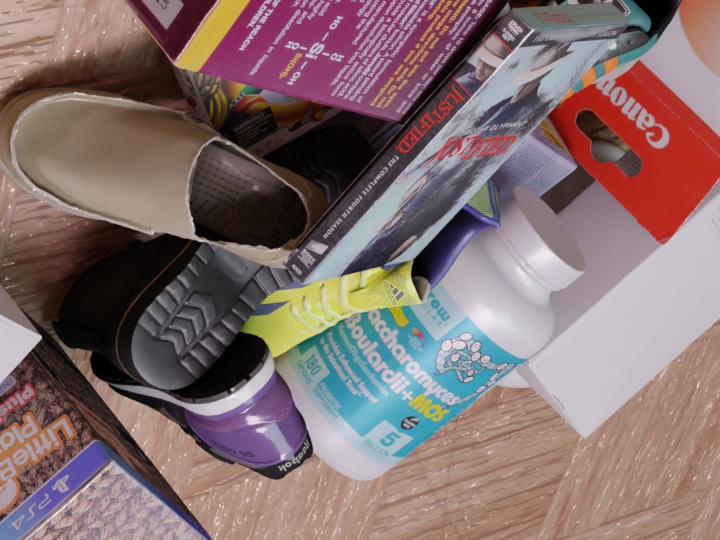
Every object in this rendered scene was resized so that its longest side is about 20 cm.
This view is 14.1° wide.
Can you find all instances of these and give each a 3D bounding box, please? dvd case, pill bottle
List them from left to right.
[{"bbox_3d":[0.044,0.034,1.832,0.200,0.111,0.111,-40,149,18],"label":"pill bottle"},{"bbox_3d":[0.055,-0.072,1.629,0.200,0.022,0.146,-48,165,22],"label":"dvd case"}]

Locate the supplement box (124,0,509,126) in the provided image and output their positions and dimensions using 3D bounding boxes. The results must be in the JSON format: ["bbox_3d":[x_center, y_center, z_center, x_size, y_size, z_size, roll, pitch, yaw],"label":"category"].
[{"bbox_3d":[-0.038,-0.166,1.523,0.200,0.131,0.103,11,122,-51],"label":"supplement box"}]

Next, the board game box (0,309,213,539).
[{"bbox_3d":[-0.196,0.105,1.685,0.097,0.200,0.159,-41,148,-1],"label":"board game box"}]

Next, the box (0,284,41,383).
[{"bbox_3d":[-0.295,0.056,1.596,0.200,0.124,0.097,-46,147,8],"label":"box"}]

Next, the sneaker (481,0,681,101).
[{"bbox_3d":[0.121,-0.141,1.748,0.200,0.071,0.080,-31,169,-45],"label":"sneaker"}]

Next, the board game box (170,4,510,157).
[{"bbox_3d":[-0.017,-0.158,1.684,0.200,0.035,0.126,-31,127,-13],"label":"board game box"}]

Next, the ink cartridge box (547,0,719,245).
[{"bbox_3d":[0.191,-0.143,1.840,0.200,0.162,0.050,-52,150,17],"label":"ink cartridge box"}]

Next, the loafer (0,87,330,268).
[{"bbox_3d":[-0.107,-0.056,1.632,0.068,0.200,0.076,160,-55,-79],"label":"loafer"}]

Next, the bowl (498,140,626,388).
[{"bbox_3d":[0.140,0.014,2.036,0.201,0.090,0.201,-27,144,-21],"label":"bowl"}]

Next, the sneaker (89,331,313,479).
[{"bbox_3d":[-0.096,0.079,1.760,0.076,0.200,0.088,-39,116,-13],"label":"sneaker"}]

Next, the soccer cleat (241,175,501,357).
[{"bbox_3d":[0.000,0.000,1.766,0.200,0.084,0.065,-39,148,18],"label":"soccer cleat"}]

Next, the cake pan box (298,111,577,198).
[{"bbox_3d":[0.016,-0.048,1.842,0.200,0.052,0.184,-40,147,16],"label":"cake pan box"}]

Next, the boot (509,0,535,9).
[{"bbox_3d":[0.128,-0.200,1.795,0.188,0.068,0.200,-14,139,-37],"label":"boot"}]

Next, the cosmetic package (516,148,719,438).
[{"bbox_3d":[0.181,0.000,1.915,0.200,0.085,0.108,-40,140,-4],"label":"cosmetic package"}]

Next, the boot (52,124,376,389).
[{"bbox_3d":[-0.093,-0.019,1.746,0.200,0.138,0.078,-40,114,-20],"label":"boot"}]
